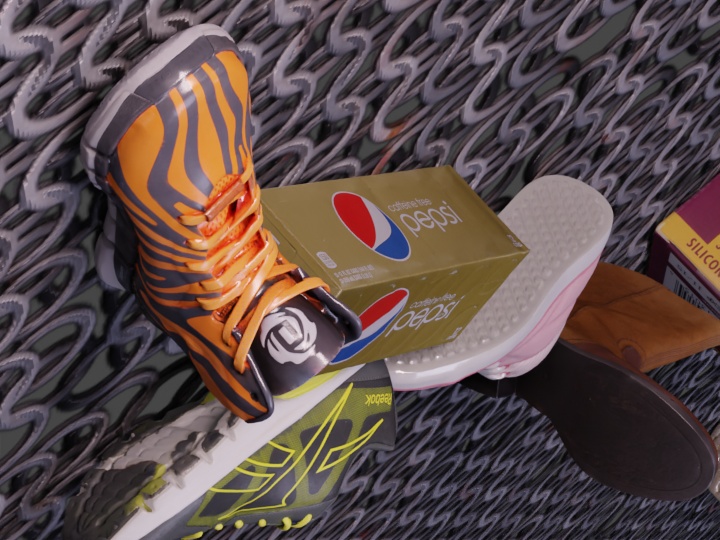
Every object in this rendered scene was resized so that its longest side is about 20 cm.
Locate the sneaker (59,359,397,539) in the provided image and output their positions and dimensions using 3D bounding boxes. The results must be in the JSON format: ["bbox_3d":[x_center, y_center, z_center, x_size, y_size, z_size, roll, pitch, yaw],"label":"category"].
[{"bbox_3d":[-0.054,0.100,1.357,0.200,0.085,0.074,-37,-155,-22],"label":"sneaker"}]

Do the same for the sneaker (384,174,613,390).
[{"bbox_3d":[0.057,0.032,1.507,0.200,0.075,0.105,-35,157,-41],"label":"sneaker"}]

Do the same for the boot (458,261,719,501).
[{"bbox_3d":[0.164,0.062,1.653,0.200,0.188,0.069,-14,121,-56],"label":"boot"}]

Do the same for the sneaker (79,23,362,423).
[{"bbox_3d":[-0.046,-0.013,1.086,0.078,0.112,0.200,-39,163,-16],"label":"sneaker"}]

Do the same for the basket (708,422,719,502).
[{"bbox_3d":[0.416,0.165,2.615,0.136,0.123,0.200,-52,161,29],"label":"basket"}]

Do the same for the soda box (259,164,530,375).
[{"bbox_3d":[0.000,0.000,1.315,0.068,0.064,0.200,-50,163,23],"label":"soda box"}]

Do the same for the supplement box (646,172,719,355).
[{"bbox_3d":[0.306,-0.027,1.856,0.200,0.131,0.103,-41,163,-13],"label":"supplement box"}]
